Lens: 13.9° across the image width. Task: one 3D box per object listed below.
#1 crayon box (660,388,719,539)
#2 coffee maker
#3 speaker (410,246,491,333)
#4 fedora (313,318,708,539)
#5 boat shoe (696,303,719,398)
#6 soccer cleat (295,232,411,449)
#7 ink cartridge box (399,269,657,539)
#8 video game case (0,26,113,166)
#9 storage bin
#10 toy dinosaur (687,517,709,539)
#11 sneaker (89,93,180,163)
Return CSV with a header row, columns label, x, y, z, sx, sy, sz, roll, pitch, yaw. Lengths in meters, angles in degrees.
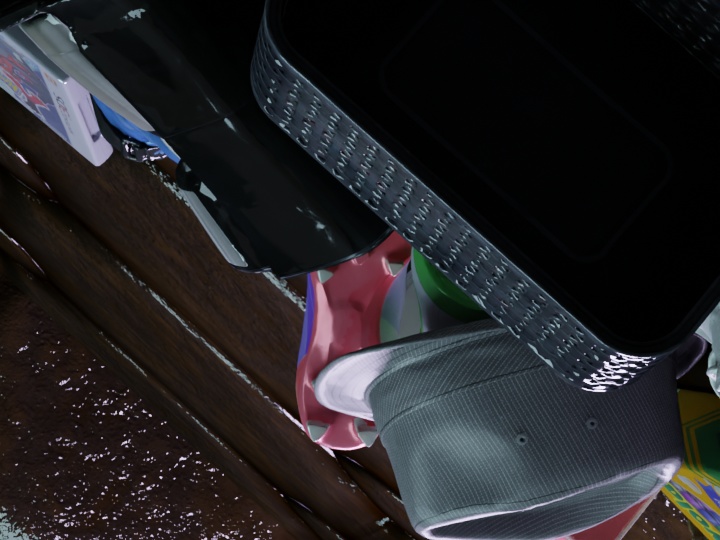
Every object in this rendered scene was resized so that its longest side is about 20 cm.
label,x,y,z,sx,sy,sz,roll,pitch,yaw
crayon box,0.221,0.125,1.546,0.126,0.052,0.200,45,169,-14
coffee maker,-0.054,-0.099,1.420,0.200,0.135,0.192,45,164,-27
speaker,0.070,0.014,1.553,0.088,0.089,0.200,39,169,13
fedora,0.082,0.084,1.481,0.177,0.199,0.091,107,153,-70
boat shoe,0.183,0.036,1.299,0.074,0.065,0.200,49,167,-33
soccer cleat,0.000,0.000,1.593,0.066,0.201,0.077,6,-159,-4
ink cartridge box,0.084,0.092,1.808,0.200,0.085,0.146,40,169,3
video game case,-0.273,-0.172,2.201,0.200,0.023,0.182,40,169,14
storage bin,0.069,-0.066,1.119,0.200,0.135,0.094,42,169,2
toy dinosaur,0.216,0.156,1.706,0.200,0.058,0.101,53,-176,-32
sneaker,-0.104,-0.097,1.750,0.200,0.077,0.111,41,164,31
